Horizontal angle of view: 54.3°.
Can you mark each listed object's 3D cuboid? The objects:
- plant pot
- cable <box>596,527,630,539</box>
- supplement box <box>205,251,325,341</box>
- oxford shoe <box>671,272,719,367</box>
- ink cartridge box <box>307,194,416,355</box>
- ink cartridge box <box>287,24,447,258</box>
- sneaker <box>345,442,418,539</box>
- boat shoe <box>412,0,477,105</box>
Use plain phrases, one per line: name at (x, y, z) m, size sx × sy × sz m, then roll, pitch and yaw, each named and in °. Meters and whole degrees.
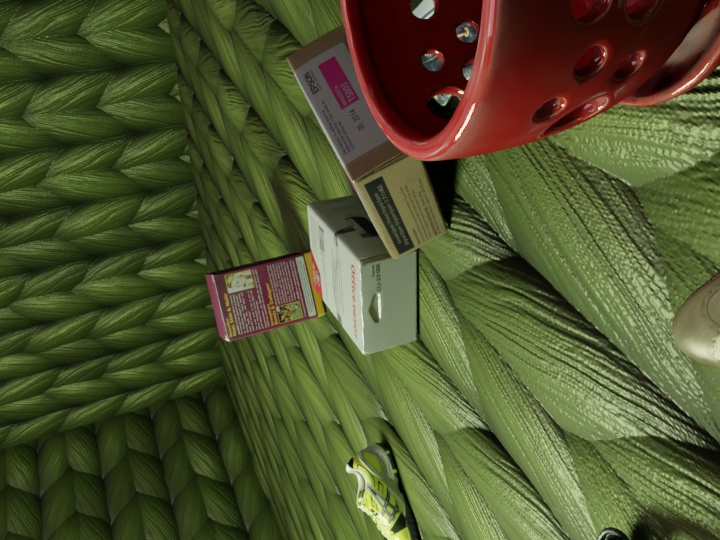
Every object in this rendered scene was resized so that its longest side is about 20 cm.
plant pot at (0.099, -0.176, 0.395) m, size 0.200 × 0.182 × 0.201 m, roll 165°, pitch 90°, yaw -71°
cable at (0.196, 0.306, 0.544) m, size 0.163 × 0.051 × 0.201 m, roll 23°, pitch -115°, yaw -60°
supplement box at (-0.185, 0.047, 1.362) m, size 0.103 × 0.199 × 0.131 m, roll -177°, pitch 75°, yaw -70°
oxford shoe at (0.219, 0.021, 0.357) m, size 0.200 × 0.075 × 0.071 m, roll 137°, pitch 116°, yaw -70°
ink cartridge box at (0.000, 0.000, 0.969) m, size 0.200 × 0.084 × 0.145 m, roll -131°, pitch 33°, yaw -55°
ink cartridge box at (0.009, -0.137, 0.767) m, size 0.200 × 0.075 × 0.165 m, roll 65°, pitch -175°, yaw 32°
sneaker at (0.035, 0.393, 1.167) m, size 0.200 × 0.076 × 0.075 m, roll 68°, pitch 158°, yaw 16°
boat shoe at (0.068, -0.187, 0.649) m, size 0.200 × 0.071 × 0.091 m, roll 158°, pitch 101°, yaw -70°
